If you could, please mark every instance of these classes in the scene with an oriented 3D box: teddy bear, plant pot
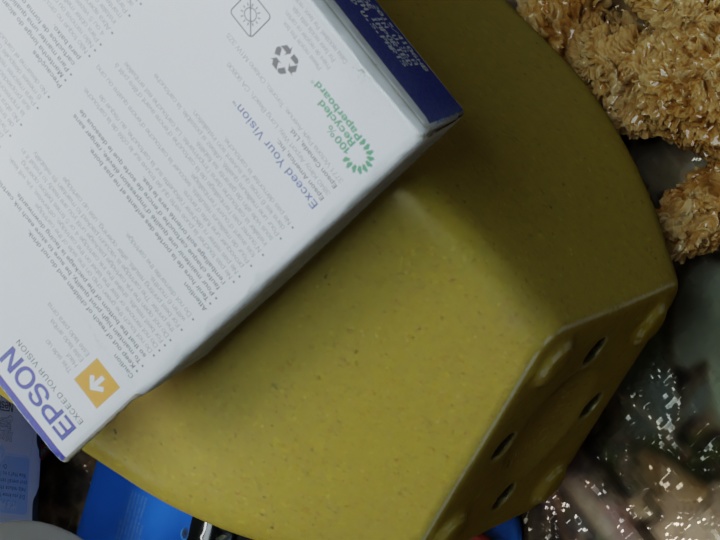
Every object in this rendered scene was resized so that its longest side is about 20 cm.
[{"bbox_3d":[0.142,-0.078,1.131,0.145,0.067,0.200,-45,65,18],"label":"teddy bear"},{"bbox_3d":[0.000,0.000,1.110,0.200,0.195,0.194,40,117,20],"label":"plant pot"}]

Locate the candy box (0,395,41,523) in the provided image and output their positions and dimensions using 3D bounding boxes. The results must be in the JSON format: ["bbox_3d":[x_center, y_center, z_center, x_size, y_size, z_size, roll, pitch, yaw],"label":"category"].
[{"bbox_3d":[-0.223,0.024,1.262,0.167,0.072,0.200,-2,82,26],"label":"candy box"}]

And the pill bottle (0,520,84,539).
[{"bbox_3d":[-0.179,0.189,1.201,0.200,0.114,0.114,-40,66,39],"label":"pill bottle"}]

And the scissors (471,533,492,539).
[{"bbox_3d":[-0.034,0.107,1.160,0.200,0.014,0.073,25,91,-6],"label":"scissors"}]

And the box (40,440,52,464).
[{"bbox_3d":[-0.234,0.101,1.318,0.200,0.035,0.110,-46,66,14],"label":"box"}]

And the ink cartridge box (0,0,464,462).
[{"bbox_3d":[-0.094,-0.067,1.017,0.200,0.043,0.196,-41,84,30],"label":"ink cartridge box"}]

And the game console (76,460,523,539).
[{"bbox_3d":[-0.044,0.165,1.222,0.171,0.118,0.200,16,90,59],"label":"game console"}]
